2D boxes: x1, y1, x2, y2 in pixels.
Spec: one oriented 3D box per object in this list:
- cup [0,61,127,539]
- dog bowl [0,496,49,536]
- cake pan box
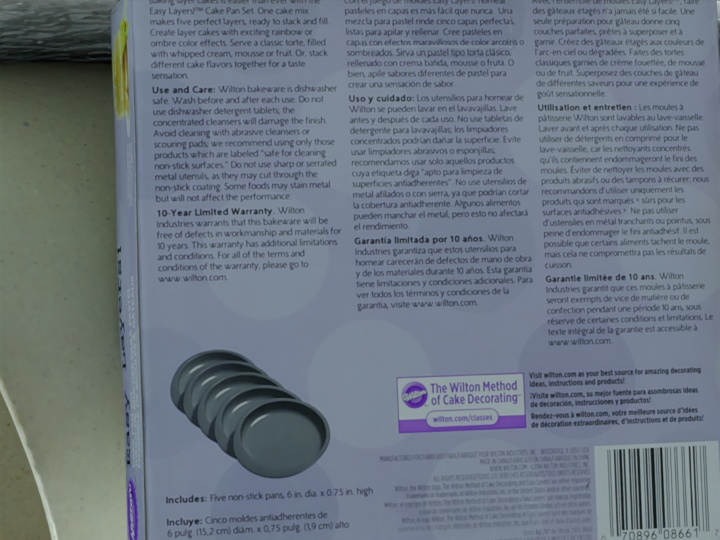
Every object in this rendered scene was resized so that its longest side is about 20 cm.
[{"bbox_3d":[-0.093,0.007,0.831,0.143,0.201,0.200,-26,-177,-23],"label":"cup"},{"bbox_3d":[-0.091,0.059,0.974,0.199,0.200,0.074,-9,128,7],"label":"dog bowl"},{"bbox_3d":[0.024,0.002,0.738,0.199,0.185,0.052,-3,178,-13],"label":"cake pan box"}]
